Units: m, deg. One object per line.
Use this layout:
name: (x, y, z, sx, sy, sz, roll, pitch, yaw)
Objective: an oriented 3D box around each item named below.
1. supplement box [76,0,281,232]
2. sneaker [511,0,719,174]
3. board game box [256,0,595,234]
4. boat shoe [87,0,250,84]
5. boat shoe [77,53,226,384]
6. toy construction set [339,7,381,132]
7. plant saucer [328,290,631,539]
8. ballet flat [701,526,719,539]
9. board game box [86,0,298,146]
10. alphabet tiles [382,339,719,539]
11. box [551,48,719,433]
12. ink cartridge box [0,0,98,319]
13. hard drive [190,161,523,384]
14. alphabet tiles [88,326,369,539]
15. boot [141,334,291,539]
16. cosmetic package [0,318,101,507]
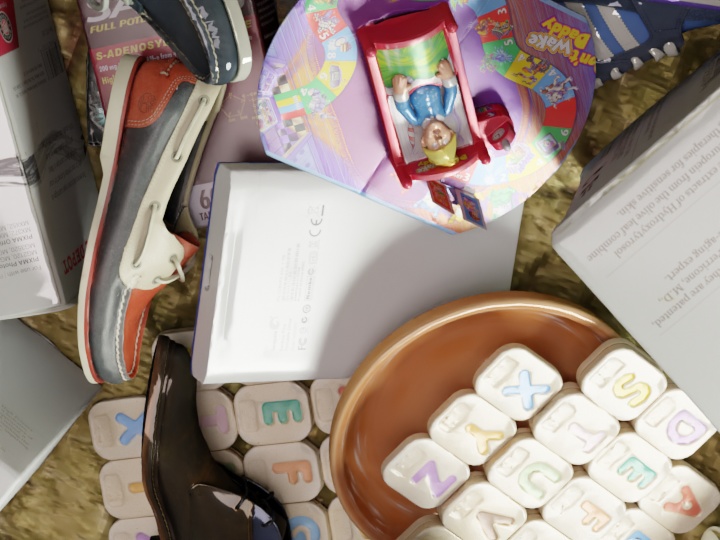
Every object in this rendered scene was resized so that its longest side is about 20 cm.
supplement box: (-0.103, -0.128, 1.660, 0.109, 0.061, 0.200, -12, 99, 11)
sneaker: (0.138, -0.123, 1.651, 0.200, 0.081, 0.147, 6, 112, 4)
board game box: (0.044, -0.095, 1.576, 0.200, 0.039, 0.158, 23, 114, -26)
boat shoe: (-0.133, -0.186, 1.566, 0.062, 0.075, 0.200, -29, 87, -31)
boat shoe: (-0.123, -0.026, 1.621, 0.063, 0.071, 0.200, 11, 100, 5)
toy construction set: (-0.030, -0.190, 1.593, 0.092, 0.131, 0.200, -4, 135, 40)
plant saucer: (0.076, 0.094, 1.687, 0.200, 0.037, 0.200, -7, 123, -11)
ballet flat: (0.248, 0.166, 1.707, 0.064, 0.067, 0.200, 46, 106, 26)
board game box: (-0.069, -0.137, 1.699, 0.200, 0.028, 0.135, 5, 103, 7)
alphabet tiles: (0.118, 0.132, 1.682, 0.196, 0.015, 0.200, 37, 107, -30)
box: (0.242, -0.038, 1.584, 0.200, 0.199, 0.171, -42, 93, 16)
ink cartridge box: (-0.224, -0.077, 1.676, 0.083, 0.145, 0.200, -12, 100, 10)
hard drive: (0.000, 0.000, 1.658, 0.200, 0.025, 0.132, -1, 109, -28)
alphabet tiles: (-0.073, 0.131, 1.765, 0.195, 0.015, 0.200, -6, 101, 10)
boot: (-0.087, 0.134, 1.731, 0.097, 0.075, 0.200, 0, 111, 1)
cosmetic package: (-0.237, 0.092, 1.686, 0.102, 0.200, 0.074, 39, 105, 0)
